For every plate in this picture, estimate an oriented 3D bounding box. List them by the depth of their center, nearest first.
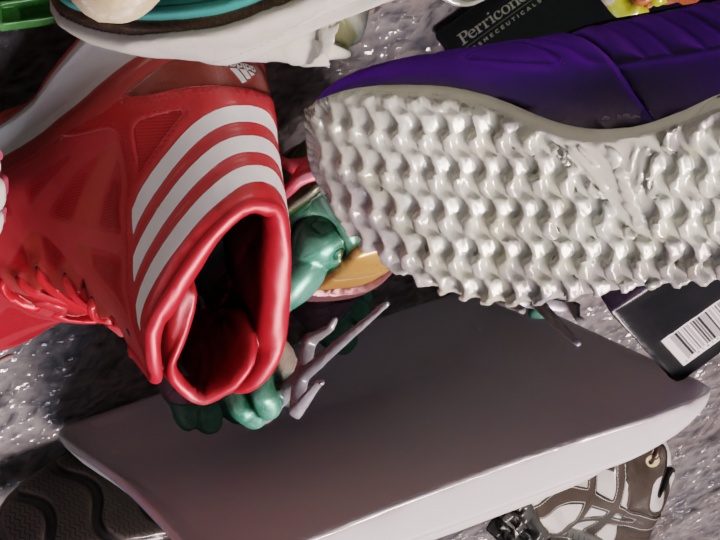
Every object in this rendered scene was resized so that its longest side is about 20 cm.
[{"bbox_3d":[0.005,0.065,0.938,0.199,0.200,0.032,-17,107,-19],"label":"plate"}]

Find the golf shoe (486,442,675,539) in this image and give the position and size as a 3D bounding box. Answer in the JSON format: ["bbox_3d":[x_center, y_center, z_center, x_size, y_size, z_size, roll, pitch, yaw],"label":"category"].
[{"bbox_3d":[0.091,0.085,1.147,0.095,0.078,0.200,-48,150,-4],"label":"golf shoe"}]

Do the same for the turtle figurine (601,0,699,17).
[{"bbox_3d":[0.122,-0.139,0.752,0.200,0.064,0.161,-33,168,39],"label":"turtle figurine"}]

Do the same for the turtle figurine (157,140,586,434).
[{"bbox_3d":[0.000,0.000,0.867,0.150,0.101,0.200,-13,172,-26],"label":"turtle figurine"}]

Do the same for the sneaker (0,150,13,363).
[{"bbox_3d":[-0.159,0.011,0.775,0.075,0.081,0.200,-54,155,-47],"label":"sneaker"}]

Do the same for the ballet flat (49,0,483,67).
[{"bbox_3d":[0.000,-0.091,0.705,0.200,0.070,0.069,-15,158,31],"label":"ballet flat"}]

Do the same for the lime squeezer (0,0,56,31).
[{"bbox_3d":[-0.017,-0.104,0.772,0.200,0.038,0.071,-21,176,26],"label":"lime squeezer"}]

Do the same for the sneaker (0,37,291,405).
[{"bbox_3d":[-0.089,0.005,0.802,0.078,0.116,0.200,4,148,-30],"label":"sneaker"}]

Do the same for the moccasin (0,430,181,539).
[{"bbox_3d":[-0.064,0.102,1.037,0.201,0.074,0.078,-17,139,-38],"label":"moccasin"}]

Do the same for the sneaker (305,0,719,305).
[{"bbox_3d":[0.085,-0.044,0.738,0.100,0.200,0.070,-53,137,-49],"label":"sneaker"}]

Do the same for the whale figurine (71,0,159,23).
[{"bbox_3d":[-0.086,-0.144,0.658,0.200,0.104,0.159,-14,121,12],"label":"whale figurine"}]

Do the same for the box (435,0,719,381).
[{"bbox_3d":[0.150,-0.080,0.882,0.200,0.141,0.079,-36,146,9],"label":"box"}]
